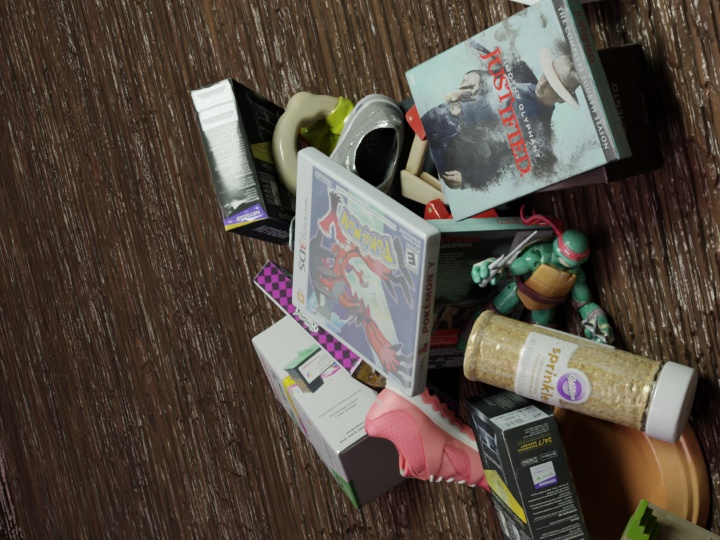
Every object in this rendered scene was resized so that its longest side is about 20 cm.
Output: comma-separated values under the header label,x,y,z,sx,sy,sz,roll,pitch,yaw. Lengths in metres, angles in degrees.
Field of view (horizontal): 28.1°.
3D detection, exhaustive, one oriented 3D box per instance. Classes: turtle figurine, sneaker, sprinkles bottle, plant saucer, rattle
label,x,y,z,sx,sy,sz,roll,pitch,yaw
turtle figurine,0.172,0.022,1.349,0.149,0.101,0.200,27,142,-2
sneaker,-0.011,-0.082,1.475,0.082,0.075,0.200,-121,49,-70
sprinkles bottle,0.195,0.093,1.280,0.200,0.068,0.068,16,122,20
plant saucer,0.244,0.185,1.358,0.200,0.037,0.201,30,128,49
sneaker,0.084,0.192,1.509,0.200,0.087,0.074,42,174,-13
rattle,-0.061,-0.089,1.609,0.143,0.130,0.201,-12,73,48

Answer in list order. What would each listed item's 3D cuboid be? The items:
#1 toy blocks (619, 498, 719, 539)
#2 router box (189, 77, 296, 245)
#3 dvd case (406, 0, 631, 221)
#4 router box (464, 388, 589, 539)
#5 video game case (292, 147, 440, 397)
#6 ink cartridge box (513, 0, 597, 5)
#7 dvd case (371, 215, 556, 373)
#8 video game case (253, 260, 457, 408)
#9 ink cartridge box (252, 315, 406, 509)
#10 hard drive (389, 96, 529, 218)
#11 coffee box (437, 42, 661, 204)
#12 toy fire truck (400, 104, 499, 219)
label,x,y,z,sx,sy,sz,roll,pitch,yaw
toy blocks,0.282,0.296,1.278,0.136,0.100,0.200,25,133,12
router box,-0.115,-0.116,1.600,0.200,0.052,0.158,16,-123,-75
dvd case,0.129,-0.136,1.224,0.200,0.022,0.146,-19,88,48
router box,0.160,0.203,1.376,0.200,0.052,0.158,-148,42,-83
video game case,0.000,0.000,1.399,0.200,0.023,0.183,35,133,41
ink cartridge box,0.146,-0.338,1.231,0.144,0.084,0.200,29,126,50
dvd case,0.099,0.026,1.418,0.200,0.146,0.022,107,151,-44
video game case,-0.006,0.079,1.598,0.036,0.181,0.200,-53,47,5
ink cartridge box,-0.034,0.160,1.706,0.200,0.084,0.145,50,166,34
hard drive,0.086,-0.117,1.479,0.200,0.033,0.140,-14,92,59
coffee box,0.158,-0.128,1.284,0.200,0.080,0.113,-6,98,49
toy fire truck,0.075,-0.070,1.439,0.141,0.049,0.200,61,148,21
